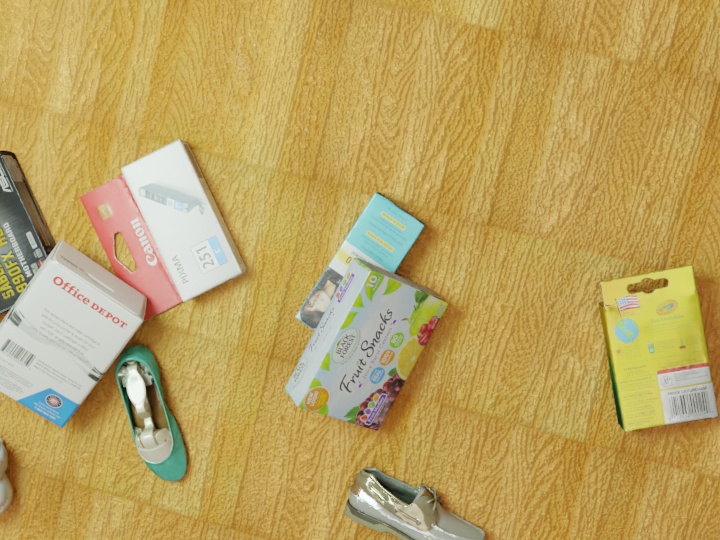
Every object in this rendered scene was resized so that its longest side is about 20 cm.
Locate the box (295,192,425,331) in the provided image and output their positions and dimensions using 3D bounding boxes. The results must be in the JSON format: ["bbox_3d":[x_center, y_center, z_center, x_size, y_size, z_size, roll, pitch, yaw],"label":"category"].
[{"bbox_3d":[0.000,0.000,1.349,0.082,0.049,0.201,33,97,2],"label":"box"}]

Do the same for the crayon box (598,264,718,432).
[{"bbox_3d":[0.388,0.100,1.317,0.125,0.051,0.203,-9,94,6],"label":"crayon box"}]

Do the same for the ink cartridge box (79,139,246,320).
[{"bbox_3d":[-0.276,-0.050,1.376,0.175,0.045,0.202,-26,91,6],"label":"ink cartridge box"}]

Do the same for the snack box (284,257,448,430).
[{"bbox_3d":[0.008,0.099,1.315,0.141,0.053,0.202,22,101,-34],"label":"snack box"}]

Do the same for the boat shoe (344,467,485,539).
[{"bbox_3d":[0.079,0.328,1.355,0.198,0.075,0.069,17,102,5],"label":"boat shoe"}]

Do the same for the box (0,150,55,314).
[{"bbox_3d":[-0.517,-0.043,1.398,0.157,0.048,0.202,-24,92,6],"label":"box"}]

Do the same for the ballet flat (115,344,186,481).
[{"bbox_3d":[-0.295,0.203,1.384,0.067,0.070,0.202,-16,93,6],"label":"ballet flat"}]

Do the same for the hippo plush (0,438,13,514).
[{"bbox_3d":[-0.576,0.283,1.404,0.159,0.159,0.202,-17,110,-23],"label":"hippo plush"}]

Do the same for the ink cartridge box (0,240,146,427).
[{"bbox_3d":[-0.402,0.085,1.351,0.145,0.084,0.201,36,102,-18],"label":"ink cartridge box"}]
